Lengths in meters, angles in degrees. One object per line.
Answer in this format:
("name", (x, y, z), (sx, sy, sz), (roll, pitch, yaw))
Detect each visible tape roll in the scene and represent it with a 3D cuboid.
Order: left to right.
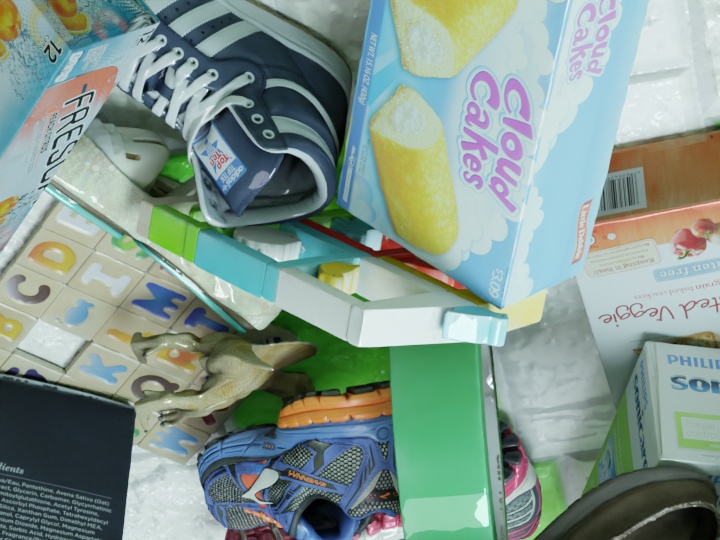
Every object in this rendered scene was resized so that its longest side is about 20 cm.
("tape roll", (0.049, 0.091, 1.408), (0.048, 0.201, 0.201), (-5, 136, 5))

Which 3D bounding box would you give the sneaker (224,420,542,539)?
("sneaker", (0.012, 0.155, 1.562), (0.198, 0.081, 0.075), (-14, 136, 14))

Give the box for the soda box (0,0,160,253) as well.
("soda box", (-0.177, -0.075, 1.266), (0.069, 0.063, 0.200), (51, 132, 12))

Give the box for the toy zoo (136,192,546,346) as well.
("toy zoo", (0.000, 0.000, 1.306), (0.131, 0.199, 0.021), (-6, 113, -45))

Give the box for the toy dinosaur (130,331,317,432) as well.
("toy dinosaur", (-0.074, 0.051, 1.440), (0.100, 0.059, 0.200), (-12, 168, 6))

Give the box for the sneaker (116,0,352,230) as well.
("sneaker", (-0.092, -0.092, 1.288), (0.199, 0.109, 0.070), (23, 132, -21))

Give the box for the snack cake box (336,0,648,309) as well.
("snack cake box", (0.064, -0.098, 1.241), (0.067, 0.115, 0.201), (-23, 135, -41))

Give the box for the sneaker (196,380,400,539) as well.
("sneaker", (-0.035, 0.121, 1.470), (0.075, 0.079, 0.200), (-5, 166, -26))

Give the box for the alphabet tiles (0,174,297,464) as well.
("alphabet tiles", (-0.122, 0.026, 1.484), (0.166, 0.008, 0.200), (24, 131, -22))

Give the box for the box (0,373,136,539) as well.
("box", (-0.201, 0.184, 1.503), (0.104, 0.201, 0.148), (14, 139, -12))

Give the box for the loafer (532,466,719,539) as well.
("loafer", (0.109, 0.171, 1.323), (0.199, 0.071, 0.073), (-29, 137, -20))

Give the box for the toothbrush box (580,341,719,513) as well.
("toothbrush box", (0.204, 0.140, 1.460), (0.144, 0.087, 0.201), (7, 136, -9))

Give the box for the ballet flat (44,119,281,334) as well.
("ballet flat", (-0.108, -0.040, 1.381), (0.200, 0.067, 0.062), (38, 94, -34))

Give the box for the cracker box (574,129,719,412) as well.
("cracker box", (0.192, 0.016, 1.432), (0.133, 0.058, 0.201), (-11, 135, 12))
